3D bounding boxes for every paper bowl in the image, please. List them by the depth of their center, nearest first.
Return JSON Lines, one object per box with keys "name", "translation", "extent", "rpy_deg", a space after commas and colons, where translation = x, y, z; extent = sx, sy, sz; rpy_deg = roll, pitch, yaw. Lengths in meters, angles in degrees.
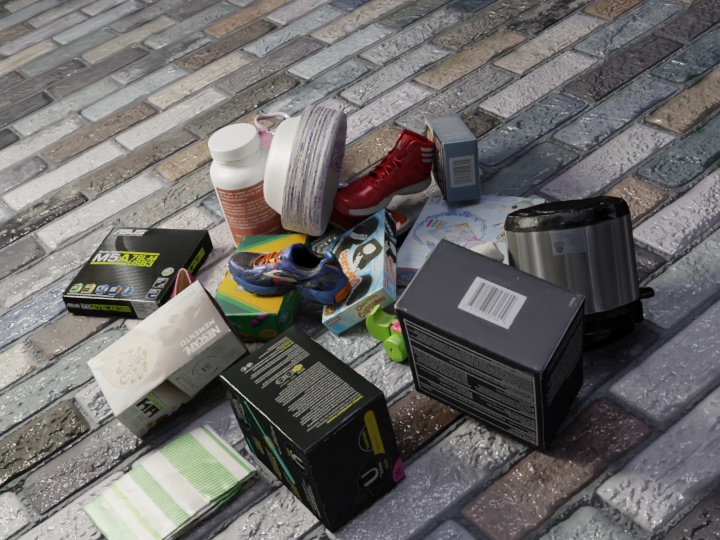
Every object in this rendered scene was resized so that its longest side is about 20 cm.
{"name": "paper bowl", "translation": [-0.090, -0.163, 1.648], "extent": [0.103, 0.203, 0.202], "rpy_deg": [13, 41, 6]}

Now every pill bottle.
{"name": "pill bottle", "translation": [-0.187, -0.138, 1.735], "extent": [0.110, 0.202, 0.113], "rpy_deg": [-9, 37, 7]}

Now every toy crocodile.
{"name": "toy crocodile", "translation": [0.092, 0.101, 1.441], "extent": [0.199, 0.062, 0.067], "rpy_deg": [25, 52, 40]}

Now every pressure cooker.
{"name": "pressure cooker", "translation": [0.284, 0.011, 1.388], "extent": [0.177, 0.204, 0.175], "rpy_deg": [-15, 9, -38]}

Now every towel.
{"name": "towel", "translation": [-0.247, 0.291, 1.350], "extent": [0.199, 0.024, 0.152], "rpy_deg": [-35, 40, -23]}

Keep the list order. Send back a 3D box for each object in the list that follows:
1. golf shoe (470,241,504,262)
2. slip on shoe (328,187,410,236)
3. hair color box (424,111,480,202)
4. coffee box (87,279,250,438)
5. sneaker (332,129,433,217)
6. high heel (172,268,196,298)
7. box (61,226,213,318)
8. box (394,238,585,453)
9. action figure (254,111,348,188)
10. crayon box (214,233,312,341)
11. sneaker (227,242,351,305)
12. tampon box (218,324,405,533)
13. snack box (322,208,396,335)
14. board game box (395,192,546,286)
{"name": "golf shoe", "translation": [0.155, 0.017, 1.438], "extent": [0.091, 0.200, 0.076], "rpy_deg": [-33, 79, -8]}
{"name": "slip on shoe", "translation": [-0.001, -0.099, 1.736], "extent": [0.198, 0.062, 0.074], "rpy_deg": [23, 48, 38]}
{"name": "hair color box", "translation": [0.152, -0.193, 1.725], "extent": [0.060, 0.101, 0.200], "rpy_deg": [-7, 21, -2]}
{"name": "coffee box", "translation": [-0.271, 0.125, 1.470], "extent": [0.199, 0.080, 0.113], "rpy_deg": [-36, 55, -5]}
{"name": "sneaker", "translation": [0.039, -0.170, 1.689], "extent": [0.199, 0.117, 0.078], "rpy_deg": [-28, 51, -33]}
{"name": "high heel", "translation": [-0.260, 0.088, 1.553], "extent": [0.066, 0.097, 0.201], "rpy_deg": [-9, 37, 7]}
{"name": "box", "translation": [-0.376, 0.001, 1.752], "extent": [0.197, 0.048, 0.194], "rpy_deg": [3, 43, 22]}
{"name": "box", "translation": [0.163, 0.092, 1.269], "extent": [0.198, 0.200, 0.124], "rpy_deg": [24, 61, 25]}
{"name": "action figure", "translation": [-0.103, -0.201, 1.844], "extent": [0.132, 0.151, 0.200], "rpy_deg": [-16, 22, -12]}
{"name": "crayon box", "translation": [-0.153, 0.025, 1.629], "extent": [0.117, 0.059, 0.201], "rpy_deg": [-2, 38, 16]}
{"name": "sneaker", "translation": [-0.108, -0.009, 1.544], "extent": [0.197, 0.079, 0.076], "rpy_deg": [6, 39, 19]}
{"name": "tampon box", "translation": [-0.059, 0.194, 1.299], "extent": [0.125, 0.151, 0.199], "rpy_deg": [-33, 40, -22]}
{"name": "snack box", "translation": [0.000, 0.000, 1.590], "extent": [0.115, 0.037, 0.201], "rpy_deg": [-31, 31, 23]}
{"name": "board game box", "translation": [0.172, -0.045, 1.617], "extent": [0.197, 0.044, 0.200], "rpy_deg": [6, 40, 26]}
